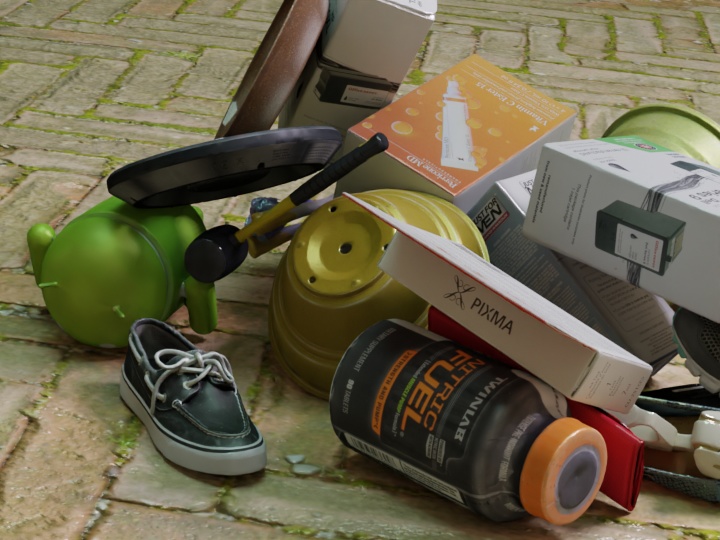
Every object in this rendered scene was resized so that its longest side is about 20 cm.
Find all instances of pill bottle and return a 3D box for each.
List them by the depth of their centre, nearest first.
[{"bbox_3d":[0.079,0.113,1.225,0.106,0.107,0.199,-14,26,-43],"label":"pill bottle"}]

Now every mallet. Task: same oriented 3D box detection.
[{"bbox_3d":[-0.063,-0.051,1.389,0.199,0.041,0.066,-33,3,28],"label":"mallet"}]

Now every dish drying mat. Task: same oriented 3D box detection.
[{"bbox_3d":[0.128,0.098,1.264,0.199,0.077,0.018,34,53,31],"label":"dish drying mat"}]

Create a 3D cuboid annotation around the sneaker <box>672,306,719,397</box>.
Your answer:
[{"bbox_3d":[0.336,0.074,1.329,0.199,0.092,0.077,37,41,19],"label":"sneaker"}]

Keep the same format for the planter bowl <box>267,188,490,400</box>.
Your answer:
[{"bbox_3d":[0.000,0.000,1.387,0.199,0.202,0.084,17,-21,31],"label":"planter bowl"}]

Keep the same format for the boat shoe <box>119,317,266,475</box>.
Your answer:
[{"bbox_3d":[-0.128,0.090,1.295,0.073,0.069,0.199,-4,21,-24],"label":"boat shoe"}]

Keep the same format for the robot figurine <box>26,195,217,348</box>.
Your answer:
[{"bbox_3d":[-0.202,-0.004,1.479,0.174,0.117,0.200,17,21,10],"label":"robot figurine"}]

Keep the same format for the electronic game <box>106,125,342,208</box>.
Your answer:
[{"bbox_3d":[-0.112,-0.088,1.413,0.198,0.042,0.200,-12,-3,-1],"label":"electronic game"}]

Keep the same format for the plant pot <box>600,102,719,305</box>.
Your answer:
[{"bbox_3d":[0.247,-0.032,1.598,0.199,0.202,0.184,20,35,38],"label":"plant pot"}]

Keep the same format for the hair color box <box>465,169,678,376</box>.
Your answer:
[{"bbox_3d":[0.185,0.009,1.463,0.099,0.061,0.201,-19,68,-51],"label":"hair color box"}]

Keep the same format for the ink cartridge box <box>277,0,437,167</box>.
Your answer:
[{"bbox_3d":[-0.005,-0.212,1.572,0.083,0.201,0.145,17,42,-14],"label":"ink cartridge box"}]

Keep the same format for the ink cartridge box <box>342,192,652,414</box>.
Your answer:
[{"bbox_3d":[0.090,0.025,1.219,0.199,0.045,0.176,34,8,35],"label":"ink cartridge box"}]

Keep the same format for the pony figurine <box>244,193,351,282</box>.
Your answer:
[{"bbox_3d":[-0.009,-0.053,1.657,0.198,0.168,0.193,-17,32,-15],"label":"pony figurine"}]

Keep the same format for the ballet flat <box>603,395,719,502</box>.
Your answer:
[{"bbox_3d":[0.235,0.127,1.268,0.198,0.075,0.074,5,18,21],"label":"ballet flat"}]

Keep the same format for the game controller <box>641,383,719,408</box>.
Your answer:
[{"bbox_3d":[0.289,0.116,1.391,0.198,0.043,0.104,-5,7,-28],"label":"game controller"}]

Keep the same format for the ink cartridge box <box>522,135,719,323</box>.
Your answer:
[{"bbox_3d":[0.256,-0.037,1.378,0.199,0.085,0.145,26,23,36],"label":"ink cartridge box"}]

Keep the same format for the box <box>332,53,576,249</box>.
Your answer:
[{"bbox_3d":[0.086,-0.098,1.554,0.124,0.098,0.200,33,44,23],"label":"box"}]

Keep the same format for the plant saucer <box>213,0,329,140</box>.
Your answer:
[{"bbox_3d":[-0.075,-0.178,1.502,0.036,0.201,0.201,27,16,-10],"label":"plant saucer"}]
